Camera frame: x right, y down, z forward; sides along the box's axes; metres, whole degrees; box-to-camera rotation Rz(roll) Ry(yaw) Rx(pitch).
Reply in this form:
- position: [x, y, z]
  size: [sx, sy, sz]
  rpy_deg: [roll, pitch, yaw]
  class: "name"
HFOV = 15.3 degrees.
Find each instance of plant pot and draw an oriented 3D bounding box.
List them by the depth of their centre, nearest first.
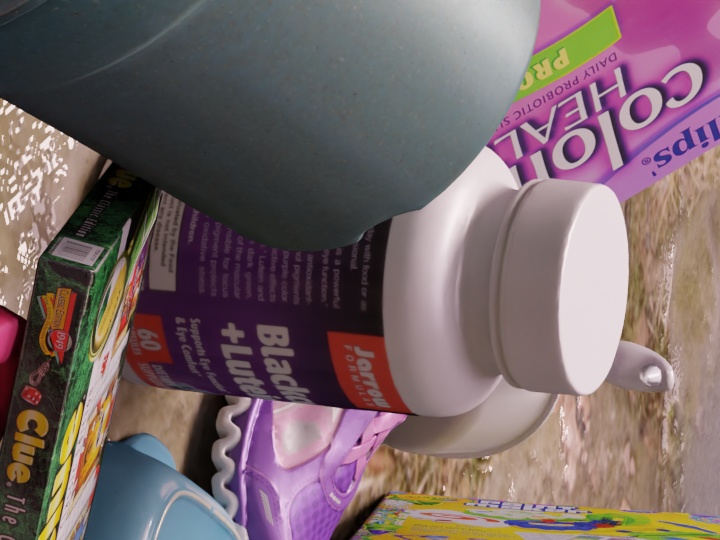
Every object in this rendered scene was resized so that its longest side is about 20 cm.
- position: [-0.052, -0.114, 0.869]
  size: [0.196, 0.200, 0.201]
  rpy_deg: [36, 60, -45]
  class: "plant pot"

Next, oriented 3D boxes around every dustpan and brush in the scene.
- position: [0.072, 0.033, 1.248]
  size: [0.057, 0.200, 0.140]
  rpy_deg: [-6, 102, -26]
  class: "dustpan and brush"

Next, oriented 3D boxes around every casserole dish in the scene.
- position: [-0.093, 0.165, 1.087]
  size: [0.121, 0.039, 0.200]
  rpy_deg: [48, 52, -59]
  class: "casserole dish"

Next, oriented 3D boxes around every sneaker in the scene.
- position: [-0.005, 0.052, 1.194]
  size: [0.081, 0.088, 0.200]
  rpy_deg: [58, 40, -55]
  class: "sneaker"

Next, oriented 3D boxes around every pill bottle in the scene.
- position: [0.000, 0.000, 1.065]
  size: [0.111, 0.200, 0.112]
  rpy_deg: [5, 90, -66]
  class: "pill bottle"

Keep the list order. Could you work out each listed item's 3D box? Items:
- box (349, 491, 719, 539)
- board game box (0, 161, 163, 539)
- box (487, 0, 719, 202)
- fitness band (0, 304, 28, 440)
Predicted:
- position: [0.098, 0.181, 1.268]
  size: [0.193, 0.199, 0.122]
  rpy_deg: [-21, 114, -83]
  class: "box"
- position: [-0.109, 0.065, 0.951]
  size: [0.105, 0.023, 0.200]
  rpy_deg: [-61, 167, -63]
  class: "board game box"
- position: [0.070, -0.119, 1.155]
  size: [0.200, 0.176, 0.097]
  rpy_deg: [50, 14, -46]
  class: "box"
- position: [-0.159, 0.095, 0.861]
  size: [0.200, 0.037, 0.144]
  rpy_deg: [-60, 169, -45]
  class: "fitness band"
